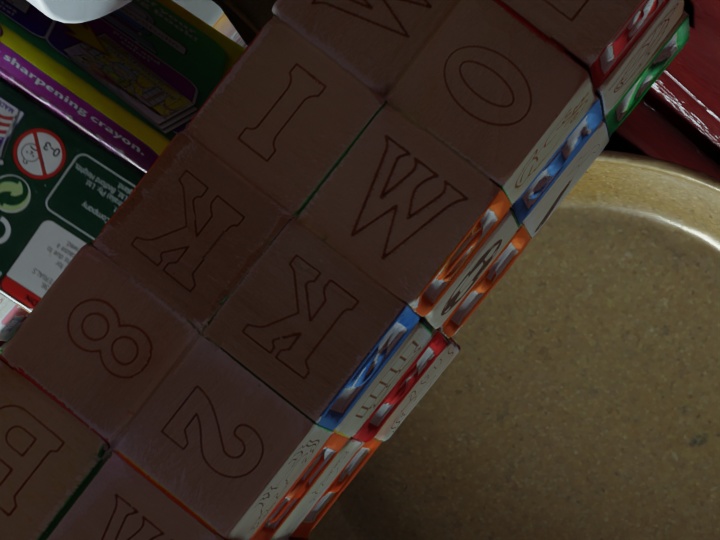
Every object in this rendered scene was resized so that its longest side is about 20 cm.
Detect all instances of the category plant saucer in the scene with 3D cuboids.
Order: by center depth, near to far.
[{"bbox_3d":[0.061,0.055,0.786,0.200,0.200,0.035,40,-159,-8],"label":"plant saucer"}]

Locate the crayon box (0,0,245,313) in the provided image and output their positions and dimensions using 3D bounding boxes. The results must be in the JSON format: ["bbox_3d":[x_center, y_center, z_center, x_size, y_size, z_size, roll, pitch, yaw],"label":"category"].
[{"bbox_3d":[-0.121,-0.068,0.789,0.200,0.058,0.173,34,-164,-10],"label":"crayon box"}]

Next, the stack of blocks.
[{"bbox_3d":[-0.014,0.006,0.574,0.059,0.200,0.115,38,180,9],"label":"stack of blocks"}]

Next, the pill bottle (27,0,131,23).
[{"bbox_3d":[-0.126,-0.151,0.715,0.200,0.104,0.104,41,180,19],"label":"pill bottle"}]

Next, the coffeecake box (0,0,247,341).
[{"bbox_3d":[-0.104,-0.070,1.054,0.073,0.200,0.154,40,180,4],"label":"coffeecake box"}]

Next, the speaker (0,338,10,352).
[{"bbox_3d":[-0.081,0.042,1.124,0.088,0.088,0.200,40,-149,12],"label":"speaker"}]

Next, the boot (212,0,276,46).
[{"bbox_3d":[-0.049,-0.122,0.773,0.200,0.074,0.075,36,160,20],"label":"boot"}]

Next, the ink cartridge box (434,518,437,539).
[{"bbox_3d":[0.000,0.000,0.904,0.050,0.200,0.161,1,180,-1],"label":"ink cartridge box"}]
